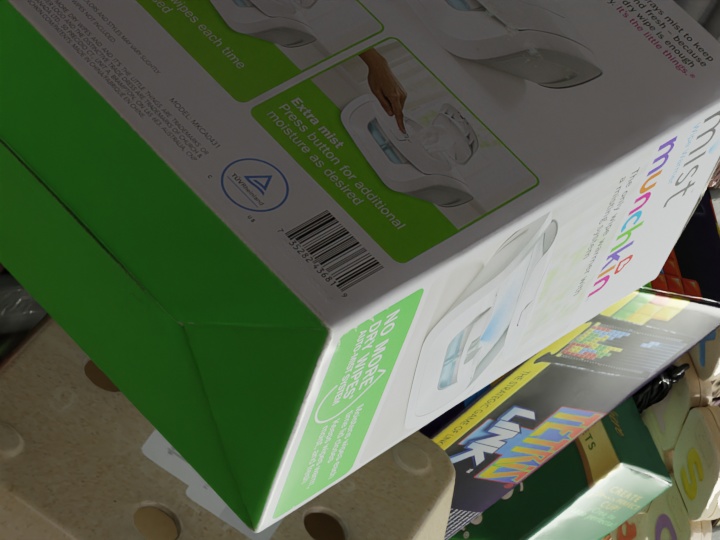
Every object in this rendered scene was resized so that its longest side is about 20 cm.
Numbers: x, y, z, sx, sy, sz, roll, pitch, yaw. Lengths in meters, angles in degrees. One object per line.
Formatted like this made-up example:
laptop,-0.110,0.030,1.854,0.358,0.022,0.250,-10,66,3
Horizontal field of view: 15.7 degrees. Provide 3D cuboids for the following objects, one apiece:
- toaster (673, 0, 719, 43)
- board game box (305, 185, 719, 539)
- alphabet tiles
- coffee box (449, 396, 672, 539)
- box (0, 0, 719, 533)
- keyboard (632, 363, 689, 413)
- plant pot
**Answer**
toaster,0.131,-0.161,0.855,0.181,0.200,0.119,-13,137,-56
board game box,0.037,-0.012,0.919,0.057,0.166,0.200,12,145,-31
alphabet tiles,0.131,0.043,1.237,0.015,0.201,0.196,-5,141,-16
coffee box,0.040,0.102,1.204,0.200,0.123,0.044,-40,139,25
box,-0.022,-0.058,0.749,0.176,0.200,0.097,-30,155,-37
keyboard,0.119,0.010,1.197,0.020,0.128,0.200,-8,164,-14
plant pot,-0.082,0.114,0.857,0.177,0.200,0.200,-59,175,36
